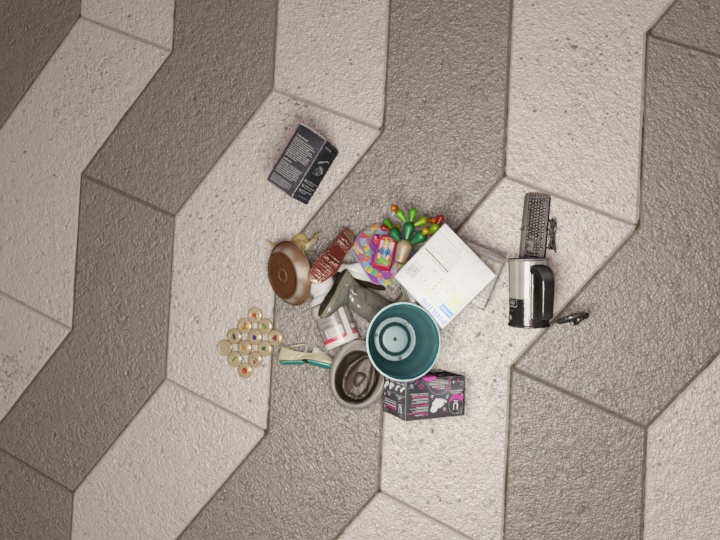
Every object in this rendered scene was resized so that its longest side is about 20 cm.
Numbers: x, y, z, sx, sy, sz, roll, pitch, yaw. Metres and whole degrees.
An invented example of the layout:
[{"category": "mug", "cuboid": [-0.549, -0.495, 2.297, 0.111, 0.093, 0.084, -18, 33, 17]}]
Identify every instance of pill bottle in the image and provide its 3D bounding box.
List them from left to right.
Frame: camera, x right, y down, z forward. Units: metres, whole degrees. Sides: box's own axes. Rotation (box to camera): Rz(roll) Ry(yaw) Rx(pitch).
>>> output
[{"category": "pill bottle", "cuboid": [-0.087, 0.126, 1.717, 0.109, 0.111, 0.203, -22, 84, 11]}]

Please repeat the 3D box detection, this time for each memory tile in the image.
[{"category": "memory tile", "cuboid": [-0.354, 0.231, 1.822, 0.153, 0.017, 0.200, 46, 98, 10]}]

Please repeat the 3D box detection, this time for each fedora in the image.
[{"category": "fedora", "cuboid": [-0.002, 0.312, 1.702, 0.174, 0.090, 0.204, 18, 86, 11]}]

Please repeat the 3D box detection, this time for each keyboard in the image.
[{"category": "keyboard", "cuboid": [0.512, -0.120, 1.626, 0.102, 0.040, 0.204, 5, 90, 13]}]

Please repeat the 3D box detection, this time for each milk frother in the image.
[{"category": "milk frother", "cuboid": [0.517, 0.060, 1.575, 0.197, 0.180, 0.192, -3, 94, -28]}]

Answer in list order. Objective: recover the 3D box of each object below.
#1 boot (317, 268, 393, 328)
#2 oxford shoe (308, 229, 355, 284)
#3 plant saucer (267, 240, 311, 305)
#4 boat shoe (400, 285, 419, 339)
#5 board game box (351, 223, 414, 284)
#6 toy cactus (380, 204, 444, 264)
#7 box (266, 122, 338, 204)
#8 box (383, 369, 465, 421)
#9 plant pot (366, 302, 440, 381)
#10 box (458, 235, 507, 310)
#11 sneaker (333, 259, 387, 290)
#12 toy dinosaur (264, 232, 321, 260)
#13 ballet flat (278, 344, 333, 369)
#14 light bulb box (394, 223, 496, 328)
[{"category": "boot", "cuboid": [-0.007, 0.116, 1.664, 0.200, 0.072, 0.183, 42, 65, -18]}, {"category": "oxford shoe", "cuboid": [-0.088, -0.032, 1.709, 0.070, 0.075, 0.201, 43, 67, -5]}, {"category": "plant saucer", "cuboid": [-0.227, 0.012, 1.736, 0.198, 0.036, 0.205, 14, 111, 41]}, {"category": "boat shoe", "cuboid": [0.146, 0.127, 1.685, 0.061, 0.072, 0.204, -14, 88, 9]}, {"category": "board game box", "cuboid": [0.067, -0.058, 1.683, 0.156, 0.039, 0.202, -29, 67, -9]}, {"category": "toy cactus", "cuboid": [0.133, -0.103, 1.619, 0.197, 0.102, 0.168, 11, 78, 28]}, {"category": "box", "cuboid": [-0.171, -0.320, 1.731, 0.103, 0.148, 0.202, 33, 94, 12]}, {"category": "box", "cuboid": [0.177, 0.347, 1.597, 0.196, 0.132, 0.117, 3, 88, -27]}, {"category": "plant pot", "cuboid": [0.104, 0.191, 1.565, 0.196, 0.188, 0.205, 0, 86, -5]}, {"category": "box", "cuboid": [0.299, -0.002, 1.646, 0.197, 0.086, 0.166, 24, 94, 12]}, {"category": "sneaker", "cuboid": [0.000, 0.000, 1.733, 0.196, 0.073, 0.086, 14, 65, 16]}, {"category": "toy dinosaur", "cuboid": [-0.204, -0.066, 1.788, 0.196, 0.058, 0.103, -9, 70, 18]}, {"category": "ballet flat", "cuboid": [-0.160, 0.262, 1.757, 0.196, 0.069, 0.071, 3, 89, 14]}, {"category": "light bulb box", "cuboid": [0.231, 0.016, 1.552, 0.200, 0.125, 0.198, -45, 81, 8]}]
